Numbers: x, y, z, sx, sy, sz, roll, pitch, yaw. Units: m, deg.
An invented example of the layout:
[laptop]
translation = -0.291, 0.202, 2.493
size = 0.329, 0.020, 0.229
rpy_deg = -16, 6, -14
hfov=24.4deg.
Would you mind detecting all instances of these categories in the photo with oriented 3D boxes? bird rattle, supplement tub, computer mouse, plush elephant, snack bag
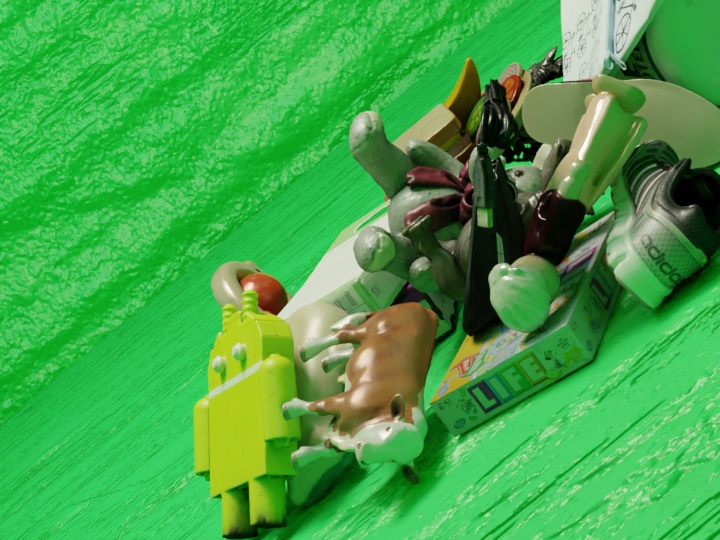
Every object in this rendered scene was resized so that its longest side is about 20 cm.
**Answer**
[bird rattle]
translation = -0.095, 0.057, 1.768
size = 0.113, 0.163, 0.200
rpy_deg = -54, -7, 25
[supplement tub]
translation = 0.301, -0.223, 1.550
size = 0.145, 0.145, 0.200
rpy_deg = -40, 9, -8
[computer mouse]
translation = 0.106, -0.037, 1.262
size = 0.045, 0.203, 0.141
rpy_deg = 5, 14, 4
[plush elephant]
translation = 0.101, -0.057, 1.487
size = 0.154, 0.199, 0.166
rpy_deg = -26, 44, 31
[snack bag]
translation = 0.228, -0.253, 1.522
size = 0.201, 0.021, 0.191
rpy_deg = 120, 159, -54

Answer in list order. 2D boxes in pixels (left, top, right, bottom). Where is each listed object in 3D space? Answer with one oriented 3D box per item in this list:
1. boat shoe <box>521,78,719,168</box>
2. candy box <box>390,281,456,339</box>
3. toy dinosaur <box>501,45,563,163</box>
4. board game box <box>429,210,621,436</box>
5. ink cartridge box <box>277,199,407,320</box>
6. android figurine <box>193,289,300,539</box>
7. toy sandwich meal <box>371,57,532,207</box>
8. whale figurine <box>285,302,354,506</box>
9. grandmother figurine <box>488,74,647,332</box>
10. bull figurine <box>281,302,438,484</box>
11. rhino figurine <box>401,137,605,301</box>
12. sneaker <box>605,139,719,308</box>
[boat shoe]
translation = 0.239, -0.131, 1.441
size = 0.200, 0.075, 0.063
rpy_deg = 11, 14, 38
[candy box]
translation = 0.029, 0.039, 1.628
size = 0.136, 0.061, 0.200
rpy_deg = -37, 11, 17
[toy dinosaur]
translation = 0.197, -0.159, 1.757
size = 0.197, 0.103, 0.136
rpy_deg = 5, 37, 14
[board game box]
translation = 0.139, 0.038, 1.298
size = 0.134, 0.034, 0.200
rpy_deg = -33, 11, 30
[ink cartridge box]
translation = 0.000, 0.000, 1.590
size = 0.145, 0.048, 0.200
rpy_deg = -32, 13, 40
[android figurine]
translation = -0.095, 0.120, 1.399
size = 0.041, 0.203, 0.182
rpy_deg = 4, -16, -26
[toy sandwich meal]
translation = 0.093, -0.144, 1.720
size = 0.205, 0.070, 0.206
rpy_deg = -45, 16, 16
[whale figurine]
translation = -0.028, 0.121, 1.433
size = 0.159, 0.103, 0.201
rpy_deg = -50, 28, 22
[grandmother figurine]
translation = 0.152, -0.046, 1.231
size = 0.202, 0.060, 0.122
rpy_deg = -63, -15, -17
[bull figurine]
translation = 0.006, 0.098, 1.289
size = 0.120, 0.066, 0.201
rpy_deg = -9, 30, 20
[rhino figurine]
translation = 0.126, -0.044, 1.357
size = 0.199, 0.088, 0.060
rpy_deg = -34, 5, 31
[sneaker]
translation = 0.235, -0.049, 1.230
size = 0.087, 0.074, 0.200
rpy_deg = -34, 16, 26
